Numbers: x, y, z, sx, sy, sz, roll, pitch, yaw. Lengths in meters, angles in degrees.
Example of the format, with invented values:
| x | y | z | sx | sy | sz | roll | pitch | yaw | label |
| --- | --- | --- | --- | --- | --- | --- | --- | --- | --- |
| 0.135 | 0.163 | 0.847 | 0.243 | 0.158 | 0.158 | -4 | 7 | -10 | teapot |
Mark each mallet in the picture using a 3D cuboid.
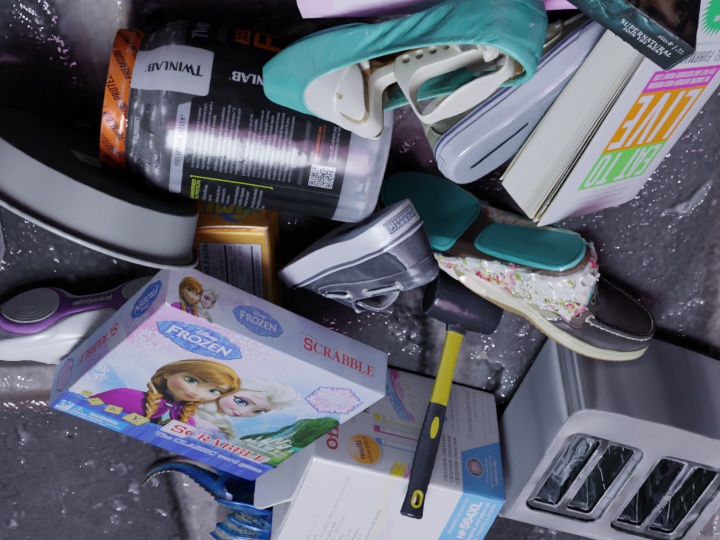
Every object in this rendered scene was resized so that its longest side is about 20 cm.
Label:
| x | y | z | sx | sy | sz | roll | pitch | yaw | label |
| --- | --- | --- | --- | --- | --- | --- | --- | --- | --- |
| 0.075 | 0.105 | 1.141 | 0.065 | 0.203 | 0.041 | 9 | 173 | -14 | mallet |

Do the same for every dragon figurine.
| x | y | z | sx | sy | sz | roll | pitch | yaw | label |
| --- | --- | --- | --- | --- | --- | --- | --- | --- | --- |
| -0.107 | 0.214 | 1.272 | 0.197 | 0.100 | 0.059 | 6 | 131 | -5 | dragon figurine |

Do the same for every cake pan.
| x | y | z | sx | sy | sz | roll | pitch | yaw | label |
| --- | --- | --- | --- | --- | --- | --- | --- | --- | --- |
| -0.199 | -0.063 | 0.988 | 0.198 | 0.200 | 0.037 | 24 | 101 | -19 | cake pan |

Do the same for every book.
| x | y | z | sx | sy | sz | roll | pitch | yaw | label |
| --- | --- | --- | --- | --- | --- | --- | --- | --- | --- |
| 0.201 | -0.126 | 0.982 | 0.132 | 0.048 | 0.201 | -11 | 144 | -42 | book |

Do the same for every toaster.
| x | y | z | sx | sy | sz | roll | pitch | yaw | label |
| --- | --- | --- | --- | --- | --- | --- | --- | --- | --- |
| 0.226 | 0.144 | 1.198 | 0.178 | 0.120 | 0.201 | 15 | 129 | -13 | toaster |

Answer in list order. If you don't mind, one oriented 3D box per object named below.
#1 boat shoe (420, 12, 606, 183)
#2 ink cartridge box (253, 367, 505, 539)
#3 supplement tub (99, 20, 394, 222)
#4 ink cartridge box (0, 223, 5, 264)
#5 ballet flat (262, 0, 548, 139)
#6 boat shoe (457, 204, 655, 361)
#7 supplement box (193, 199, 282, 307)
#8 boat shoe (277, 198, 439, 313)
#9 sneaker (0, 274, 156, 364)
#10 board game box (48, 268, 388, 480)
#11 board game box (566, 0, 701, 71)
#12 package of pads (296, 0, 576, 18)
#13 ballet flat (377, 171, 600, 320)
| x | y | z | sx | sy | sz | roll | pitch | yaw | label |
| --- | --- | --- | --- | --- | --- | --- | --- | --- | --- |
| 0.128 | -0.143 | 0.985 | 0.199 | 0.062 | 0.072 | -35 | 156 | 7 | boat shoe |
| 0.010 | 0.172 | 1.216 | 0.197 | 0.130 | 0.126 | 15 | 130 | -13 | ink cartridge box |
| -0.080 | -0.107 | 0.982 | 0.197 | 0.123 | 0.124 | 8 | 131 | -7 | supplement tub |
| -0.327 | -0.005 | 1.020 | 0.084 | 0.202 | 0.149 | 1 | 132 | -1 | ink cartridge box |
| 0.022 | -0.121 | 0.859 | 0.197 | 0.071 | 0.067 | -14 | 148 | 23 | ballet flat |
| 0.162 | 0.010 | 1.114 | 0.198 | 0.074 | 0.065 | 23 | 133 | -18 | boat shoe |
| -0.098 | 0.022 | 1.131 | 0.068 | 0.067 | 0.202 | 3 | 130 | 0 | supplement box |
| 0.000 | 0.000 | 1.051 | 0.068 | 0.071 | 0.199 | 57 | 152 | -7 | boat shoe |
| -0.226 | 0.064 | 1.153 | 0.197 | 0.075 | 0.101 | -5 | 123 | 8 | sneaker |
| -0.114 | 0.087 | 1.092 | 0.198 | 0.042 | 0.199 | 24 | 140 | -27 | board game box |
| 0.153 | -0.233 | 0.824 | 0.134 | 0.202 | 0.028 | 29 | 146 | -23 | board game box |
| 0.052 | -0.220 | 0.885 | 0.196 | 0.121 | 0.076 | -2 | 131 | 2 | package of pads |
| 0.092 | -0.014 | 1.039 | 0.199 | 0.076 | 0.064 | 27 | 148 | 37 | ballet flat |
